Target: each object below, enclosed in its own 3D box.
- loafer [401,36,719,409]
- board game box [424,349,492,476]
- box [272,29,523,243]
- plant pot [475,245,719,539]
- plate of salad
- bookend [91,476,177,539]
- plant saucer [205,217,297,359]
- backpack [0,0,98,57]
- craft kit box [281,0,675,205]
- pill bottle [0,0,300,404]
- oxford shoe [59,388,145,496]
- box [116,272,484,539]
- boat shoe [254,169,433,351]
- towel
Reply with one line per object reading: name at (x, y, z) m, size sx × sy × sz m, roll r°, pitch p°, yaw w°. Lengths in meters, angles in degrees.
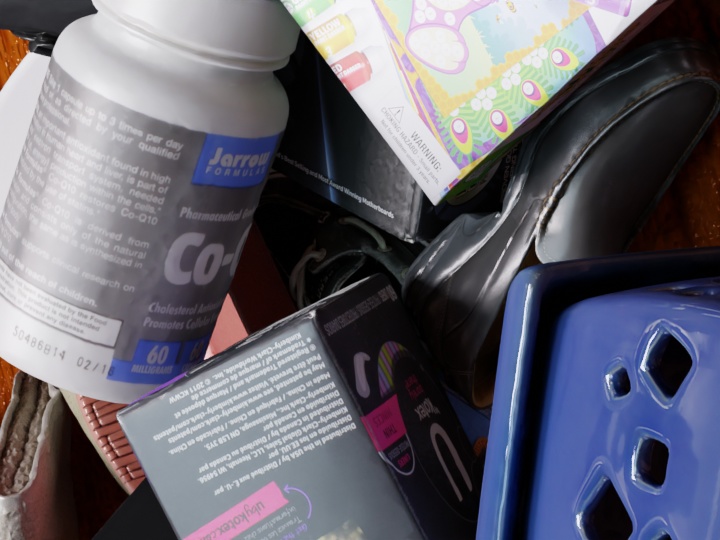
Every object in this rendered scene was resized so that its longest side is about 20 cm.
loafer at (0.098, -0.019, 1.086) m, size 0.200 × 0.073 × 0.072 m, roll -52°, pitch 42°, yaw 34°
board game box at (0.053, 0.142, 1.152) m, size 0.200 × 0.037 × 0.152 m, roll 34°, pitch 107°, yaw 9°
box at (-0.004, -0.130, 1.172) m, size 0.200 × 0.086 × 0.164 m, roll 30°, pitch 124°, yaw 38°
plant pot at (0.158, 0.088, 0.980) m, size 0.180 × 0.199 × 0.201 m, roll 20°, pitch 109°, yaw 48°
plate of salad at (-0.169, -0.067, 1.349) m, size 0.200 × 0.048 × 0.200 m, roll -43°, pitch 31°, yaw 33°
bookend at (-0.094, 0.186, 1.315) m, size 0.200 × 0.092 × 0.199 m, roll 8°, pitch 139°, yaw 46°
plant saucer at (-0.072, 0.026, 1.290) m, size 0.201 × 0.037 × 0.200 m, roll 66°, pitch 163°, yaw 4°
backpack at (-0.173, -0.212, 1.265) m, size 0.162 × 0.200 × 0.154 m, roll 10°, pitch 111°, yaw -3°
craft kit box at (0.040, -0.162, 1.021) m, size 0.200 × 0.048 × 0.197 m, roll 53°, pitch 127°, yaw 7°
pill bottle at (-0.099, -0.050, 1.134) m, size 0.114 × 0.114 × 0.201 m, roll 34°, pitch 113°, yaw 36°
oxford shoe at (-0.146, 0.054, 1.416) m, size 0.201 × 0.071 × 0.074 m, roll 67°, pitch 153°, yaw 21°
box at (-0.003, 0.118, 1.080) m, size 0.106 × 0.122 × 0.201 m, roll -26°, pitch 92°, yaw 18°
boat shoe at (0.000, 0.000, 1.230) m, size 0.200 × 0.064 × 0.071 m, roll 28°, pitch 123°, yaw 39°
towel at (-0.188, 0.144, 1.422) m, size 0.200 × 0.034 × 0.133 m, roll -93°, pitch 0°, yaw -68°
